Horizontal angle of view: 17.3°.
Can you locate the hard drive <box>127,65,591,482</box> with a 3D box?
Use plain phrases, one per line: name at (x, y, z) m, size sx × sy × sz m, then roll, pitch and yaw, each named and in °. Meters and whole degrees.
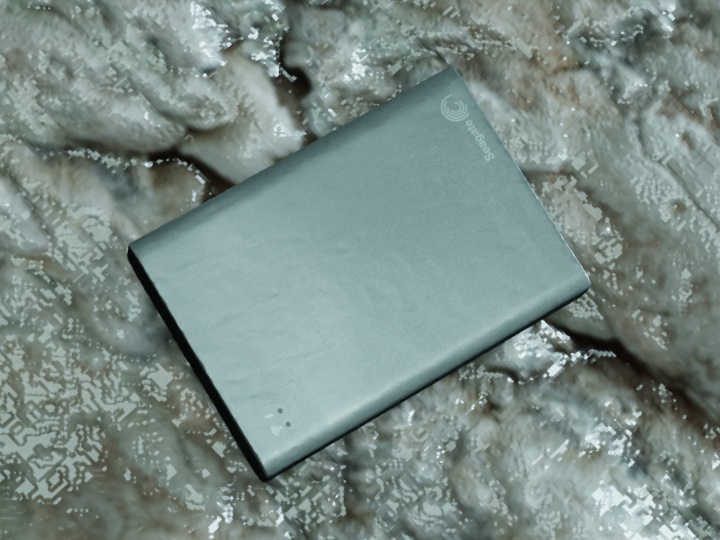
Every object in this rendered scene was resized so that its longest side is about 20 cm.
hard drive at (0.000, 0.000, 1.225) m, size 0.200 × 0.033 × 0.140 m, roll -30°, pitch 81°, yaw -14°
